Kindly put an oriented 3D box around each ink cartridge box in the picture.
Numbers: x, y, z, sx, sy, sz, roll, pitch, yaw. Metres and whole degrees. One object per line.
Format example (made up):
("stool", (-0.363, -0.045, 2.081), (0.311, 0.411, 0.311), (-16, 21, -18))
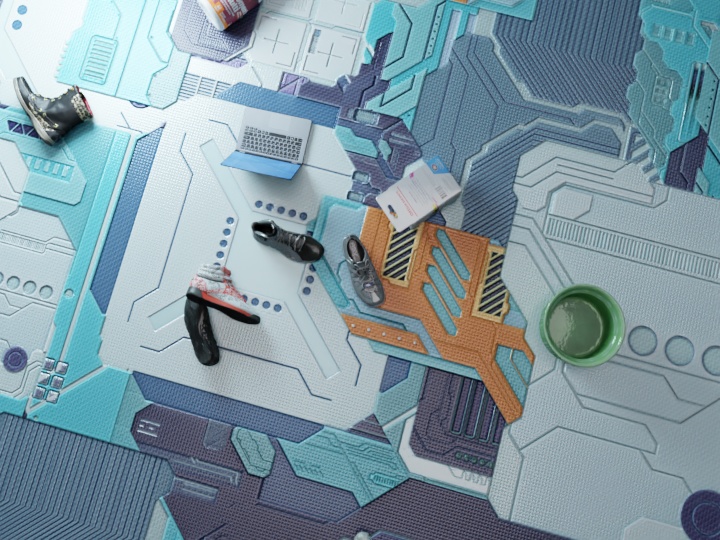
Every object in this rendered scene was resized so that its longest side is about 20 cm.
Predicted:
("ink cartridge box", (0.148, -0.189, 1.731), (0.199, 0.068, 0.116), (-34, 82, -4))

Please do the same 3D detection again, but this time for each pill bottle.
("pill bottle", (-0.332, -0.748, 1.799), (0.199, 0.110, 0.110), (-39, 83, -4))

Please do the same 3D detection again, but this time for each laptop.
("laptop", (-0.240, -0.333, 1.735), (0.185, 0.116, 0.203), (12, 82, 2))

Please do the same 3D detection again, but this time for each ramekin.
("ramekin", (0.542, 0.139, 1.661), (0.197, 0.098, 0.203), (0, 82, 1))

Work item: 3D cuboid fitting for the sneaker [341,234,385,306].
("sneaker", (0.000, 0.000, 1.699), (0.074, 0.082, 0.202), (-26, 82, -3))

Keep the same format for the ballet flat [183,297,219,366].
("ballet flat", (-0.407, 0.148, 1.711), (0.066, 0.057, 0.202), (-18, 75, 13))

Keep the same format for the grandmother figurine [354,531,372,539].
("grandmother figurine", (-0.022, 0.728, 1.610), (0.120, 0.061, 0.202), (24, 86, -4))

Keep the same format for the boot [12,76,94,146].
("boot", (-0.818, -0.451, 1.785), (0.149, 0.073, 0.202), (-29, 86, -2))

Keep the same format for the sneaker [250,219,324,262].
("sneaker", (-0.191, -0.077, 1.697), (0.198, 0.116, 0.076), (18, 83, 4))

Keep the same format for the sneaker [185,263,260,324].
("sneaker", (-0.333, 0.055, 1.705), (0.199, 0.067, 0.109), (24, 62, -11))
